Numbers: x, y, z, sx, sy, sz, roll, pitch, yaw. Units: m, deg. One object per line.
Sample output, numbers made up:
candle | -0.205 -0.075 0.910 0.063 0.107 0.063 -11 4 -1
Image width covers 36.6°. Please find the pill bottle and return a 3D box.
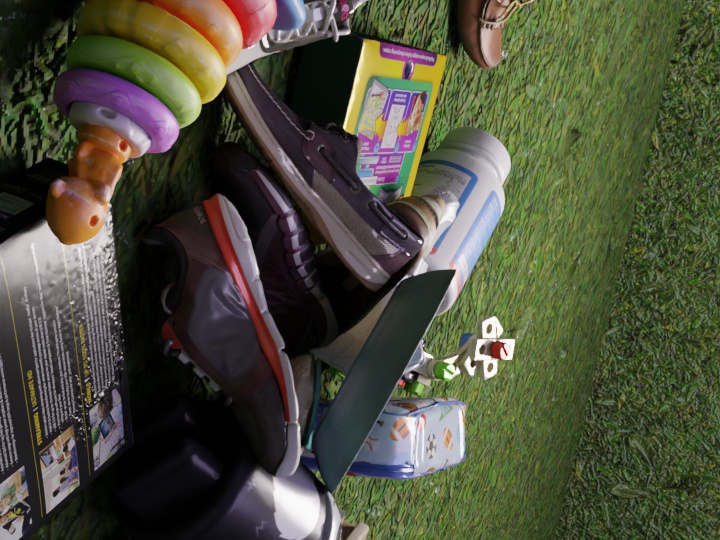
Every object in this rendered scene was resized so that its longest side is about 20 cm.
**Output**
pill bottle | 0.086 -0.057 1.155 0.200 0.112 0.112 -57 154 -34

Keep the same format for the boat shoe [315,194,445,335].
boat shoe | 0.000 0.000 0.916 0.200 0.072 0.076 -32 -175 40

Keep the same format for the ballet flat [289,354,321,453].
ballet flat | -0.066 0.115 0.871 0.200 0.062 0.067 103 -8 -68

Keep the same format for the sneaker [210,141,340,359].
sneaker | -0.093 0.010 0.822 0.115 0.076 0.200 -36 127 -18

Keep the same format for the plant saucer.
plant saucer | 0.012 0.078 0.852 0.200 0.036 0.200 -61 178 -4

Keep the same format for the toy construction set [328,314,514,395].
toy construction set | 0.050 0.086 1.097 0.131 0.200 0.092 29 64 -46

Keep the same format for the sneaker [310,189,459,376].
sneaker | 0.037 0.025 0.997 0.200 0.115 0.075 -43 171 -2

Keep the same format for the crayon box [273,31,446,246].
crayon box | -0.001 -0.118 0.961 0.200 0.058 0.173 -15 123 -66

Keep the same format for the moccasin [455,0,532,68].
moccasin | 0.149 -0.310 1.161 0.074 0.078 0.201 -44 145 -52

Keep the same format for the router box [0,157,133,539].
router box | -0.198 0.057 0.612 0.149 0.051 0.200 -43 144 -49

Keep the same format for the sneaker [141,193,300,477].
sneaker | -0.099 0.052 0.751 0.077 0.082 0.200 146 -73 -77

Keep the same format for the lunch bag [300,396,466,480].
lunch bag | 0.009 0.161 1.070 0.200 0.160 0.076 12 78 -63

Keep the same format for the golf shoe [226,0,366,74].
golf shoe | -0.055 -0.184 0.740 0.200 0.088 0.077 -50 151 -42

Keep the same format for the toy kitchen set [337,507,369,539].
toy kitchen set | -0.015 0.267 1.028 0.200 0.163 0.181 -40 154 -59

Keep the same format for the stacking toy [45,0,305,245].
stacking toy | -0.121 -0.103 0.590 0.200 0.110 0.116 -69 156 -18

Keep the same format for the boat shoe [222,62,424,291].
boat shoe | -0.027 -0.077 0.794 0.065 0.200 0.072 -37 -164 0

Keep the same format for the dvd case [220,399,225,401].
dvd case | -0.124 0.203 0.963 0.149 0.016 0.200 -47 148 -49

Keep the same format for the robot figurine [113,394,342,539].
robot figurine | -0.097 0.176 0.815 0.200 0.125 0.150 50 52 -38
